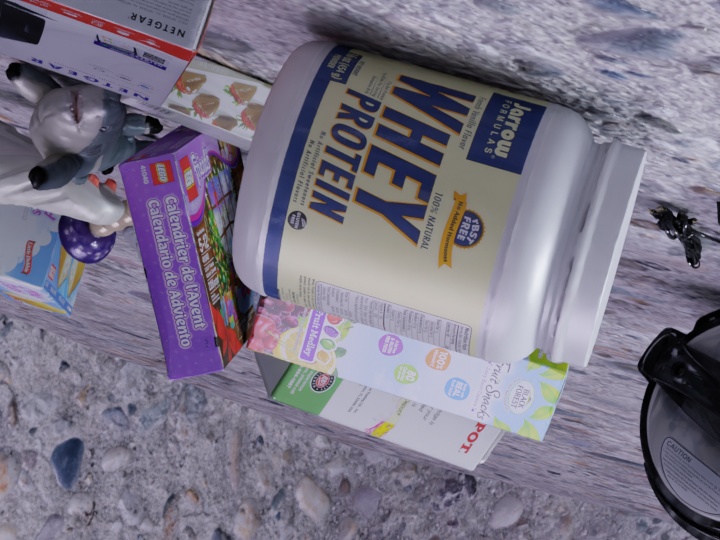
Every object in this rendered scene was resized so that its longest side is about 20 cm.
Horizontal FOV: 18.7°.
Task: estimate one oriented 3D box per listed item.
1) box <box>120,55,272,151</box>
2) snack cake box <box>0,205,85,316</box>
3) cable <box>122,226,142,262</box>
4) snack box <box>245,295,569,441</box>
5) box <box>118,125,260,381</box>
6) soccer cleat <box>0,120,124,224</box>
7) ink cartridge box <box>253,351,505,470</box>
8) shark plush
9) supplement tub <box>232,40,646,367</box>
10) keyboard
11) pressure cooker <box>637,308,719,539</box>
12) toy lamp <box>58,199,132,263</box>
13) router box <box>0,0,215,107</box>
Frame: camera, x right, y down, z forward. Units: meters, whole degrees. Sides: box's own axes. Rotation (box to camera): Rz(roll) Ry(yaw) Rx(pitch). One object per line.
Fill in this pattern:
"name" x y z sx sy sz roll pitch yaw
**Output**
"box" -0.052 -0.091 1.373 0.199 0.039 0.041 20 173 -19
"snack cake box" -0.292 -0.032 1.994 0.067 0.115 0.200 16 172 2
"cable" -0.101 -0.025 1.809 0.199 0.069 0.200 15 170 11
"snack box" 0.044 0.009 1.426 0.199 0.169 0.068 18 127 0
"box" -0.101 -0.020 1.400 0.039 0.137 0.200 -12 -170 9
"soccer cleat" -0.271 -0.074 1.671 0.200 0.078 0.069 29 -176 14
"ink cartridge box" 0.038 0.056 1.733 0.200 0.145 0.084 21 -156 -27
"shark plush" -0.181 -0.090 1.573 0.083 0.091 0.200 -16 159 10
"supplement tub" 0.044 -0.033 1.189 0.199 0.145 0.145 16 172 8
"keyboard" 0.251 -0.007 1.374 0.127 0.021 0.200 14 170 22
"pressure cooker" 0.297 0.120 1.600 0.175 0.179 0.200 -8 161 23
"toy lamp" -0.162 -0.051 1.681 0.058 0.058 0.200 22 152 -32
"router box" -0.184 -0.156 1.184 0.199 0.049 0.179 18 172 -8
